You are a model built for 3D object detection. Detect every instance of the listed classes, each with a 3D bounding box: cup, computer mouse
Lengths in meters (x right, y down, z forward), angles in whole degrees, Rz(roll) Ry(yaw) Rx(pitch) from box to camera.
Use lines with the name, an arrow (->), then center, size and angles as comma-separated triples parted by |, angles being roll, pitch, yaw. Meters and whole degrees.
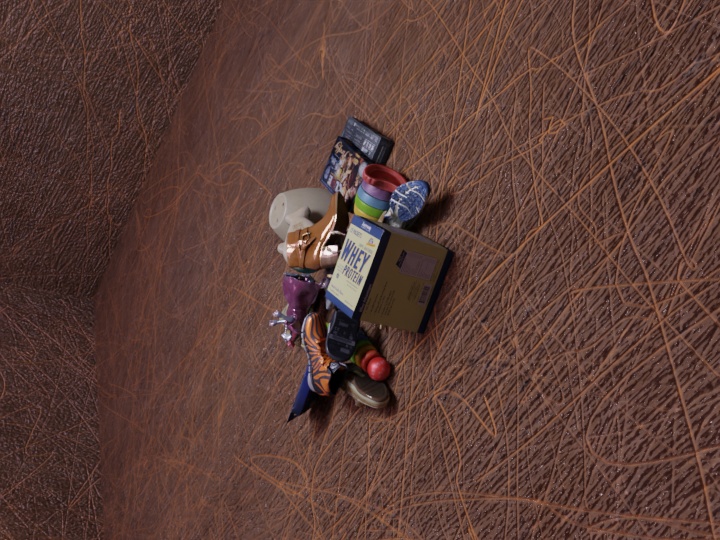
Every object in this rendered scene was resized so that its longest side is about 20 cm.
cup -> -0.178, -0.153, 2.000 | 0.199, 0.142, 0.203 | -25, 58, 49
computer mouse -> -0.012, 0.138, 1.644 | 0.046, 0.139, 0.202 | 119, 163, -55

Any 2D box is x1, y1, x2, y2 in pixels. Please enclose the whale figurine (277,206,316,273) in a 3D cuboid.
whale figurine -> -0.145, -0.078, 1.865 | 0.158, 0.104, 0.201 | -26, 50, 6

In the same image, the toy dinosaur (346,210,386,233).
toy dinosaur -> 0.016, -0.067, 1.654 | 0.101, 0.058, 0.202 | 38, 114, 38

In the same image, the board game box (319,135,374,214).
board game box -> -0.033, -0.252, 1.827 | 0.200, 0.034, 0.137 | 50, 122, 49

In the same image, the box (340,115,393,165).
box -> -0.002, -0.311, 1.878 | 0.200, 0.051, 0.159 | 45, 116, 52

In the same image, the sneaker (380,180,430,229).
sneaker -> 0.109, -0.149, 1.608 | 0.077, 0.085, 0.200 | 48, 139, 8

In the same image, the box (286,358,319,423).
box -> -0.125, 0.294, 1.785 | 0.032, 0.121, 0.202 | 24, 100, 14

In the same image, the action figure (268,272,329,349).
action figure -> -0.167, 0.109, 1.857 | 0.134, 0.147, 0.203 | -174, 87, -77

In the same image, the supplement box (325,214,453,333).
supplement box -> 0.062, 0.009, 1.526 | 0.134, 0.198, 0.202 | 33, 105, 56

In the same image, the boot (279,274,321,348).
boot -> -0.151, 0.114, 1.927 | 0.157, 0.072, 0.200 | -64, 32, 15

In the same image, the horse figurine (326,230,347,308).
horse figurine -> -0.016, -0.014, 1.610 | 0.131, 0.050, 0.203 | 4, 97, 28

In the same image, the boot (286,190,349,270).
boot -> -0.113, -0.100, 1.747 | 0.153, 0.074, 0.203 | -4, 69, 24

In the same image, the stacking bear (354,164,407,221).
stacking bear -> 0.031, -0.149, 1.722 | 0.114, 0.120, 0.202 | -92, 21, -59

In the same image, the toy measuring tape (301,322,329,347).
toy measuring tape -> -0.089, 0.145, 1.796 | 0.199, 0.073, 0.074 | -38, 48, 32

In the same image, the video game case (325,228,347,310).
video game case -> -0.064, -0.027, 1.827 | 0.183, 0.022, 0.202 | 117, 155, -56

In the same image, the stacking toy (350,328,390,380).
stacking toy -> 0.006, 0.195, 1.661 | 0.200, 0.085, 0.086 | 36, 108, 49

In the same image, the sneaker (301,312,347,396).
sneaker -> -0.078, 0.201, 1.653 | 0.111, 0.077, 0.203 | 3, 104, 55

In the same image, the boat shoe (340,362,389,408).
boat shoe -> 0.008, 0.287, 1.640 | 0.200, 0.071, 0.077 | 30, 124, 60
